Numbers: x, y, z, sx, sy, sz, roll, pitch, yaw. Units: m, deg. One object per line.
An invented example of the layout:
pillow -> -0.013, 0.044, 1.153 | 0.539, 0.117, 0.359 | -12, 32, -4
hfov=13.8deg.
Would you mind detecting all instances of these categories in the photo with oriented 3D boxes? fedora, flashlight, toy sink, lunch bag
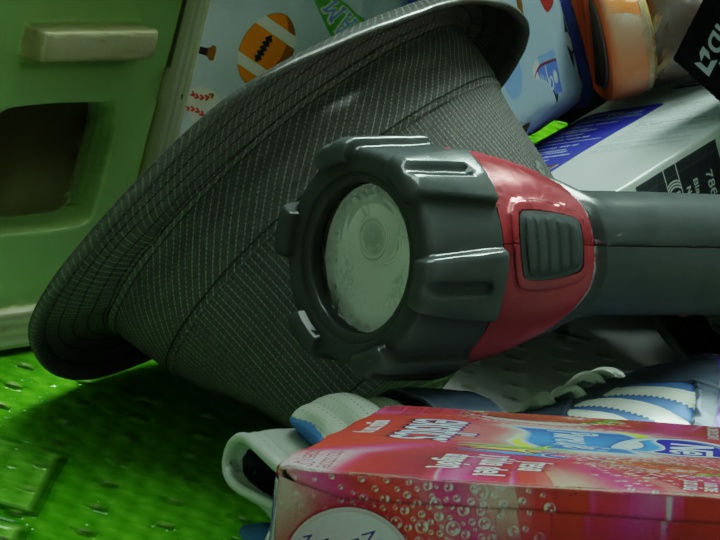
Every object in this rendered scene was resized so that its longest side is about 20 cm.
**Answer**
fedora -> 0.000, 0.000, 0.916 | 0.090, 0.177, 0.200 | 49, 22, 10
flashlight -> 0.069, -0.003, 0.857 | 0.199, 0.068, 0.068 | 0, 41, -43
toy sink -> -0.125, -0.083, 0.945 | 0.112, 0.201, 0.130 | 24, 17, 31
lunch bag -> -0.032, -0.074, 1.130 | 0.199, 0.125, 0.170 | -9, 9, 22

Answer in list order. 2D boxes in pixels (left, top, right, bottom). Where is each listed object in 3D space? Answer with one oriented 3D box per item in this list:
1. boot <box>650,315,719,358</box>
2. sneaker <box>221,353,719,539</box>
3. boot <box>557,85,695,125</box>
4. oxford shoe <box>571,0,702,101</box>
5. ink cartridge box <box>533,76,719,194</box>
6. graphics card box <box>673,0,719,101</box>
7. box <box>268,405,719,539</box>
boot -> 0.205, 0.048, 1.069 | 0.200, 0.068, 0.130 | 37, 44, 17
sneaker -> 0.037, 0.056, 0.833 | 0.146, 0.081, 0.200 | 19, 21, 1
boot -> 0.130, -0.111, 1.346 | 0.162, 0.074, 0.198 | 21, -30, -14
oxford shoe -> 0.113, -0.128, 1.228 | 0.072, 0.072, 0.200 | -13, 31, -4
ink cartridge box -> 0.093, -0.030, 1.106 | 0.099, 0.039, 0.200 | -6, 17, 41
graphics card box -> 0.226, -0.046, 1.085 | 0.125, 0.051, 0.200 | -20, 55, -42
box -> 0.038, 0.083, 0.602 | 0.095, 0.100, 0.200 | 4, 0, 6
